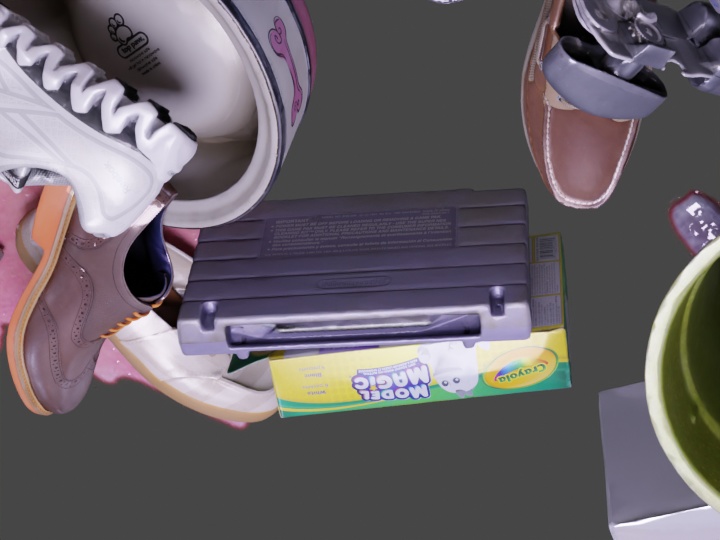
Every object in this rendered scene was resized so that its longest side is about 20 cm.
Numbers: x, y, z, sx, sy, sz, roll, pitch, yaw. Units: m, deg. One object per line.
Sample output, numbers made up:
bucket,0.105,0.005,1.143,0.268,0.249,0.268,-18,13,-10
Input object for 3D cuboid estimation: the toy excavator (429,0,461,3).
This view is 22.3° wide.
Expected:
toy excavator,-0.001,-0.227,0.972,0.200,0.100,0.194,45,116,-4

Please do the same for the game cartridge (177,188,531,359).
game cartridge,0.000,0.000,1.069,0.199,0.130,0.039,-3,120,7

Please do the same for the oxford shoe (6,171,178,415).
oxford shoe,-0.151,0.018,1.042,0.073,0.071,0.200,26,132,10

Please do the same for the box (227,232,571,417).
box,0.025,0.033,1.095,0.199,0.117,0.049,-5,119,8

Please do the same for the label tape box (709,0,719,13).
label tape box,0.175,-0.192,0.897,0.063,0.200,0.144,-38,111,2

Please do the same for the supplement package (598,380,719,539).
supplement package,0.264,0.172,1.136,0.191,0.147,0.200,-14,118,12

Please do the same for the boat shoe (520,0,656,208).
boat shoe,0.129,-0.120,1.022,0.075,0.072,0.201,2,120,4

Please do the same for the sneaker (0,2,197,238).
sneaker,-0.185,-0.093,0.953,0.200,0.075,0.081,34,93,8

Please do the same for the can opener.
can opener,0.180,-0.108,0.989,0.200,0.053,0.067,10,136,-39

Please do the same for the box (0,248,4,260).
box,-0.330,-0.021,1.087,0.109,0.128,0.200,-34,112,22

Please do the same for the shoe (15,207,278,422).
shoe,-0.122,0.023,1.124,0.200,0.070,0.053,37,137,-14

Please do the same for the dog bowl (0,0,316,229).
dog bowl,-0.112,-0.124,1.004,0.200,0.074,0.201,21,137,20

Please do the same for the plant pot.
plant pot,0.263,0.022,1.016,0.199,0.190,0.201,4,112,10
